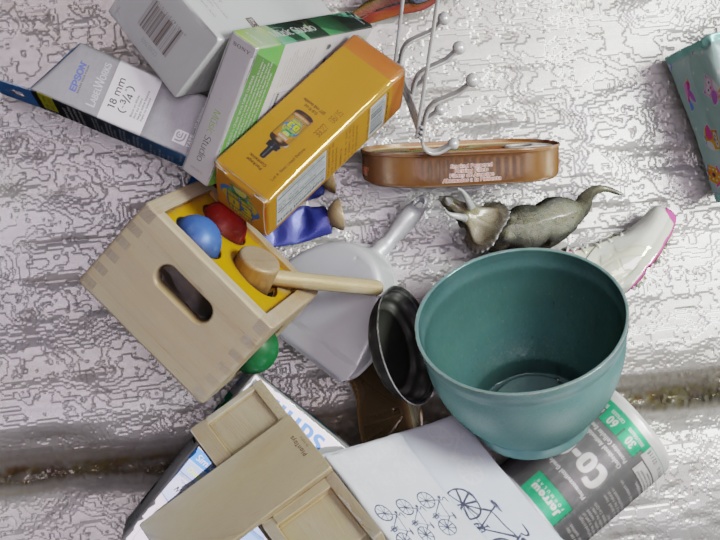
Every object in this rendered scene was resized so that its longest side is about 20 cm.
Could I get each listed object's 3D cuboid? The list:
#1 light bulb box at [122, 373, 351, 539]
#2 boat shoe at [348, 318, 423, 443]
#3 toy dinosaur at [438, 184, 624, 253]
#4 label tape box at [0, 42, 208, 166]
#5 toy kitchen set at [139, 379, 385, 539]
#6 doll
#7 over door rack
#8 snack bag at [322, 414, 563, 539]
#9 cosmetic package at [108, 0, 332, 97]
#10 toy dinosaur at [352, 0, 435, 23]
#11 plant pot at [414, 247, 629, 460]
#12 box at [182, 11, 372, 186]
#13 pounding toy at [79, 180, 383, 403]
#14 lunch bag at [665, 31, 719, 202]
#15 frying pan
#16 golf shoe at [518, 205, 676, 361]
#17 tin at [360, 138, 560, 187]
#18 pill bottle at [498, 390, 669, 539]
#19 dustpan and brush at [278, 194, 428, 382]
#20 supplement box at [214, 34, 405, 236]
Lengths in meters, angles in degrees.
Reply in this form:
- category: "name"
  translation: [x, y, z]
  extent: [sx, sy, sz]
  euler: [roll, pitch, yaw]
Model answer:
- category: "light bulb box"
  translation: [-0.092, 0.231, 1.529]
  extent: [0.198, 0.125, 0.200]
  euler: [39, 85, -5]
- category: "boat shoe"
  translation: [0.025, 0.103, 1.581]
  extent: [0.072, 0.065, 0.201]
  euler: [-15, 71, 15]
- category: "toy dinosaur"
  translation: [0.173, -0.044, 1.586]
  extent: [0.198, 0.102, 0.078]
  euler: [-3, 89, -7]
- category: "label tape box"
  translation: [-0.243, -0.166, 1.509]
  extent: [0.199, 0.144, 0.064]
  euler: [22, 87, -7]
- category: "toy kitchen set"
  translation: [-0.083, 0.251, 1.432]
  extent: [0.163, 0.181, 0.200]
  euler: [-35, 54, -11]
- category: "doll"
  translation: [-0.120, -0.061, 1.572]
  extent: [0.199, 0.048, 0.137]
  euler: [-11, 80, -6]
- category: "over door rack"
  translation: [0.066, -0.231, 1.505]
  extent: [0.066, 0.148, 0.201]
  euler: [-9, 124, -5]
- category: "snack bag"
  translation: [0.084, 0.215, 1.454]
  extent: [0.199, 0.021, 0.189]
  euler: [-10, 50, -45]
- category: "cosmetic package"
  translation: [-0.125, -0.238, 1.493]
  extent: [0.113, 0.200, 0.081]
  euler: [50, 124, 10]
- category: "toy dinosaur"
  translation: [0.078, -0.302, 1.613]
  extent: [0.180, 0.105, 0.201]
  euler: [11, 120, -17]
- category: "plant pot"
  translation: [0.159, 0.093, 1.512]
  extent: [0.199, 0.201, 0.135]
  euler: [-19, 130, -8]
- category: "box"
  translation: [-0.076, -0.164, 1.488]
  extent: [0.036, 0.200, 0.145]
  euler: [33, 117, 19]
- category: "pounding toy"
  translation: [-0.112, 0.013, 1.463]
  extent: [0.200, 0.184, 0.142]
  euler: [44, 108, 2]
- category: "lunch bag"
  translation: [0.439, -0.180, 1.620]
  extent: [0.199, 0.122, 0.171]
  euler: [-18, 89, -16]
- category: "frying pan"
  translation: [0.054, 0.062, 1.539]
  extent: [0.031, 0.190, 0.116]
  euler: [-15, 99, 26]
- category: "golf shoe"
  translation: [0.236, -0.002, 1.610]
  extent: [0.091, 0.075, 0.200]
  euler: [43, 82, -1]
- category: "tin"
  translation: [0.099, -0.107, 1.574]
  extent: [0.198, 0.112, 0.042]
  euler: [-3, 104, -7]
- category: "pill bottle"
  translation: [0.198, 0.216, 1.575]
  extent: [0.200, 0.113, 0.113]
  euler: [-40, 94, -8]
- category: "dustpan and brush"
  translation: [0.000, 0.000, 1.570]
  extent: [0.139, 0.057, 0.200]
  euler: [36, 87, 21]
- category: "supplement box"
  translation: [-0.045, -0.126, 1.467]
  extent: [0.066, 0.069, 0.200]
  euler: [38, 63, 17]
